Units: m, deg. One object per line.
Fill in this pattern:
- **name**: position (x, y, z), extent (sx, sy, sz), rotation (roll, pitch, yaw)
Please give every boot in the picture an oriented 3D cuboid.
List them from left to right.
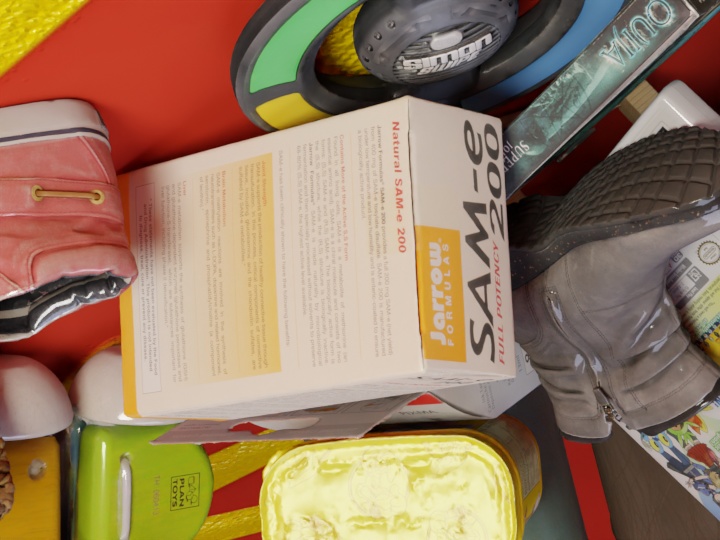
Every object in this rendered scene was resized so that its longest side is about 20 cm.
- **boot**: position (0.142, 0.012, 1.006), extent (0.199, 0.132, 0.070), rotation (-20, -155, 53)

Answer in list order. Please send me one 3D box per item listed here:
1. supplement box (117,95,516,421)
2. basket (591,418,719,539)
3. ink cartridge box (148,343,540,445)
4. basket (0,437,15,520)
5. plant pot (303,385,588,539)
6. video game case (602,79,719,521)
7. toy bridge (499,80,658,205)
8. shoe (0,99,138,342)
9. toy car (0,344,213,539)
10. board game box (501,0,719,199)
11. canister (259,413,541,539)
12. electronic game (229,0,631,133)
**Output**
- **supplement box**: position (-0.025, 0.001, 0.992), extent (0.199, 0.127, 0.073), rotation (-10, 168, 41)
- **basket**: position (0.187, 0.056, 1.176), extent (0.135, 0.201, 0.180), rotation (-32, -155, -21)
- **ink cartridge box**: position (-0.002, 0.081, 1.216), extent (0.160, 0.051, 0.200), rotation (-6, -163, 37)
- **basket**: position (-0.296, 0.101, 1.064), extent (0.148, 0.144, 0.200), rotation (-27, 158, 19)
- **plant pot**: position (0.066, 0.153, 1.425), extent (0.198, 0.198, 0.200), rotation (-16, 160, -6)
- **video game case**: position (0.176, 0.024, 1.043), extent (0.022, 0.182, 0.200), rotation (-41, 172, -38)
- **toy bridge**: position (0.075, -0.041, 1.114), extent (0.200, 0.067, 0.027), rotation (-40, 160, -4)
- **shoe**: position (-0.202, -0.012, 0.933), extent (0.198, 0.092, 0.072), rotation (-13, 159, -15)
- **toy car**: position (-0.192, 0.132, 1.250), extent (0.199, 0.177, 0.150), rotation (-4, -170, -34)
- **board game box**: position (0.131, -0.105, 0.986), extent (0.135, 0.028, 0.200), rotation (-40, 177, -38)
- **canister**: position (0.033, 0.134, 1.238), extent (0.147, 0.087, 0.200), rotation (-5, 180, 11)
- **electronic game**: position (0.036, -0.113, 0.953), extent (0.198, 0.042, 0.200), rotation (-16, 159, -6)
